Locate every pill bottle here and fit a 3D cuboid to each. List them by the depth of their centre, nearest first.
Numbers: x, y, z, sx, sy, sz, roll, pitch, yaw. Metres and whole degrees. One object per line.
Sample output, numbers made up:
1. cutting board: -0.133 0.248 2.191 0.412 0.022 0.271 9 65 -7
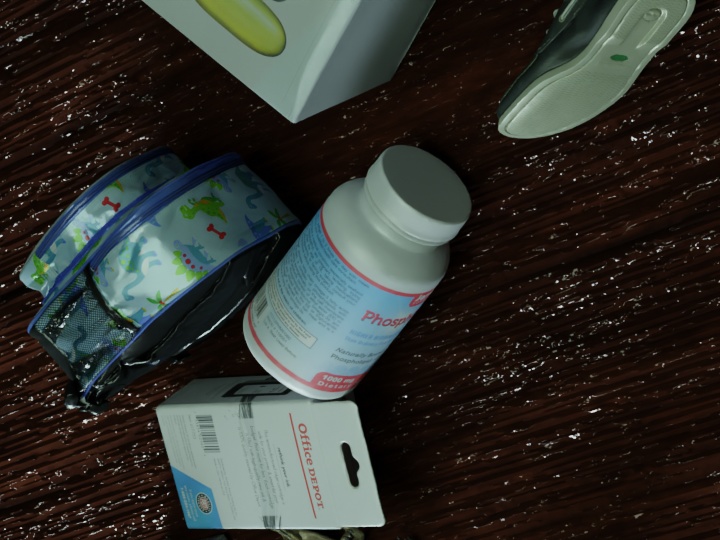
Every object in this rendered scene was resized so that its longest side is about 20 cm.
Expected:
1. pill bottle: 0.000 0.000 1.714 0.109 0.109 0.200 44 125 9

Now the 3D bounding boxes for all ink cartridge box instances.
1. ink cartridge box: -0.061 0.150 1.832 0.200 0.068 0.116 -4 108 32

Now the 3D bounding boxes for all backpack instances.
1. backpack: -0.162 -0.012 1.762 0.200 0.183 0.147 -41 86 33

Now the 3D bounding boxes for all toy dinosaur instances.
1. toy dinosaur: 0.012 0.267 1.851 0.200 0.058 0.101 50 144 8

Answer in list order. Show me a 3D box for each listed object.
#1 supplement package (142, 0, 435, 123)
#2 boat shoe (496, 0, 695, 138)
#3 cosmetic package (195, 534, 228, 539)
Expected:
1. supplement package: -0.047 -0.253 1.621 0.200 0.147 0.191 39 123 14
2. boat shoe: 0.165 -0.165 1.588 0.200 0.072 0.068 -46 45 41
3. cosmetic package: -0.144 0.347 1.936 0.090 0.107 0.200 -15 102 35
